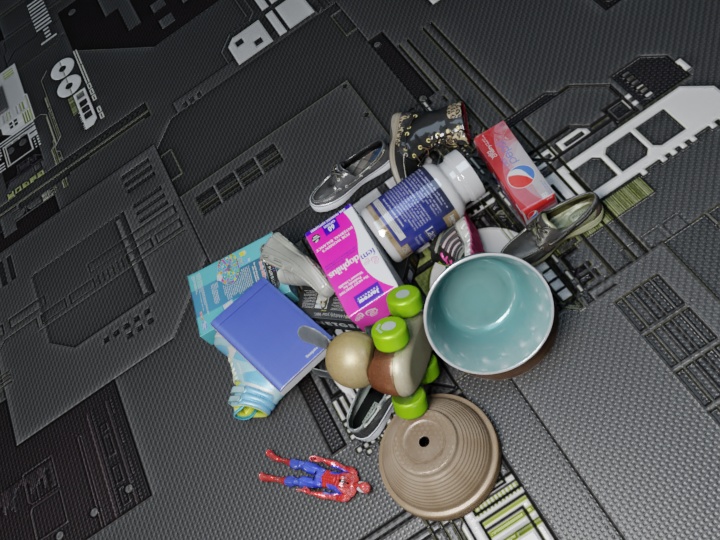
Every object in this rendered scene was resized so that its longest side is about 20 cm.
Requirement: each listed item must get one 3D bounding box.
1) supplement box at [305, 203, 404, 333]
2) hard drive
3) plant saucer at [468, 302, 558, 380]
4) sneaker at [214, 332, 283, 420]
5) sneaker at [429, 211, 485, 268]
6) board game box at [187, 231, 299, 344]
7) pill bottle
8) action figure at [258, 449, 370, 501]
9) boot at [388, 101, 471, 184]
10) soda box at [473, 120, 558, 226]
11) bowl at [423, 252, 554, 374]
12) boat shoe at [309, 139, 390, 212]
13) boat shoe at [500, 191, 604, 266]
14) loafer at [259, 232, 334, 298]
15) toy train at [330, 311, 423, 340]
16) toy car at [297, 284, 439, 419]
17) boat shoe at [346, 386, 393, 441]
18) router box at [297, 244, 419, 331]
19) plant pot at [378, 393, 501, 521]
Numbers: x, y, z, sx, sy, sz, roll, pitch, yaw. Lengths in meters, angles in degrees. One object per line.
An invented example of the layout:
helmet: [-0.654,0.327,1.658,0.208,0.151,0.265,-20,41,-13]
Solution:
supplement box: [0.000,0.000,1.389,0.101,0.103,0.200,-34,57,6]
hard drive: [-0.157,0.113,1.432,0.132,0.025,0.200,-42,60,-16]
plant saucer: [0.230,0.085,1.346,0.200,0.032,0.200,-12,57,19]
sneaker: [-0.220,0.194,1.459,0.200,0.080,0.131,24,73,34]
sneaker: [0.168,-0.023,1.399,0.087,0.074,0.200,-31,37,20]
board game box: [-0.232,0.035,1.573,0.200,0.047,0.151,-26,55,9]
pill bottle: [0.110,-0.115,1.394,0.200,0.116,0.116,-36,54,4]
action figure: [-0.074,0.343,1.329,0.200,0.052,0.066,5,61,24]
boot: [0.135,-0.240,1.550,0.150,0.073,0.200,-12,53,18]
soda box: [0.281,-0.176,1.450,0.070,0.063,0.200,-30,55,6]
bowl: [0.194,0.053,1.265,0.201,0.201,0.105,-29,16,7]
boat shoe: [-0.023,-0.194,1.596,0.200,0.066,0.070,-31,54,6]
boat shoe: [0.322,-0.073,1.371,0.201,0.066,0.072,-31,52,4]
loafer: [-0.116,0.002,1.466,0.070,0.070,0.200,-51,45,-1]
toy train: [0.037,0.113,1.342,0.200,0.056,0.042,-18,36,-6]
toy car: [0.005,0.129,1.262,0.200,0.164,0.158,-2,33,22]
boat shoe: [0.033,0.188,1.353,0.074,0.068,0.199,24,74,32]
router box: [-0.006,0.030,1.470,0.200,0.052,0.157,4,65,26]
plant pot: [0.114,0.280,1.250,0.201,0.093,0.201,-10,60,18]
